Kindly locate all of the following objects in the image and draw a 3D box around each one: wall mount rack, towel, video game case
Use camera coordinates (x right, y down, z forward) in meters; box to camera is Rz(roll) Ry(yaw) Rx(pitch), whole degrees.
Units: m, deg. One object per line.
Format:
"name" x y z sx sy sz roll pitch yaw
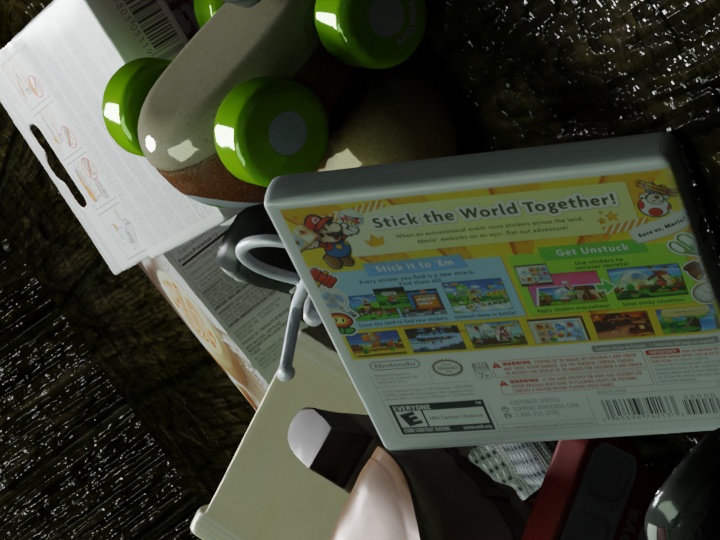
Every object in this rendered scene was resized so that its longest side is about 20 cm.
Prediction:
"wall mount rack" 0.026 0.029 1.277 0.199 0.075 0.174 12 163 -4
"towel" 0.105 0.129 1.573 0.193 0.034 0.200 54 167 -2
"video game case" 0.076 0.015 1.126 0.199 0.023 0.182 -5 134 23

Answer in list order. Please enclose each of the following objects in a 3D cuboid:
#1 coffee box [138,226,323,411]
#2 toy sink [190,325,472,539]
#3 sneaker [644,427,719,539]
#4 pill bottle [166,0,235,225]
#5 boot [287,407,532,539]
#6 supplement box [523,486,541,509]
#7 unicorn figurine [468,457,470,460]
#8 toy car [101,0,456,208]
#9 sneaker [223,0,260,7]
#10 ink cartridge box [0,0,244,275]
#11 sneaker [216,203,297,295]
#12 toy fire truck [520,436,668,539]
"coffee box" -0.084 0.006 1.591 0.200 0.080 0.114 50 167 9
"toy sink" -0.021 0.141 1.458 0.112 0.201 0.130 30 -168 16
"sneaker" 0.217 0.148 1.147 0.115 0.076 0.200 37 177 31
"pill bottle" -0.106 -0.134 1.460 0.200 0.109 0.110 59 166 -21
"boot" 0.046 0.140 1.266 0.146 0.070 0.200 24 -159 -35
"supplement box" 0.103 0.210 1.415 0.111 0.200 0.086 54 167 -1
"unicorn figurine" 0.035 0.125 1.667 0.200 0.074 0.137 21 -155 -46
"toy car" -0.010 -0.062 1.267 0.200 0.158 0.164 47 164 -28
"sneaker" -0.072 -0.195 1.131 0.114 0.077 0.199 17 161 -17
"ink cartridge box" -0.142 -0.089 1.404 0.161 0.050 0.200 57 156 -5
"sneaker" 0.000 0.000 1.451 0.115 0.075 0.200 36 -165 20
"toy fire truck" 0.129 0.197 1.271 0.168 0.201 0.112 29 172 -41
